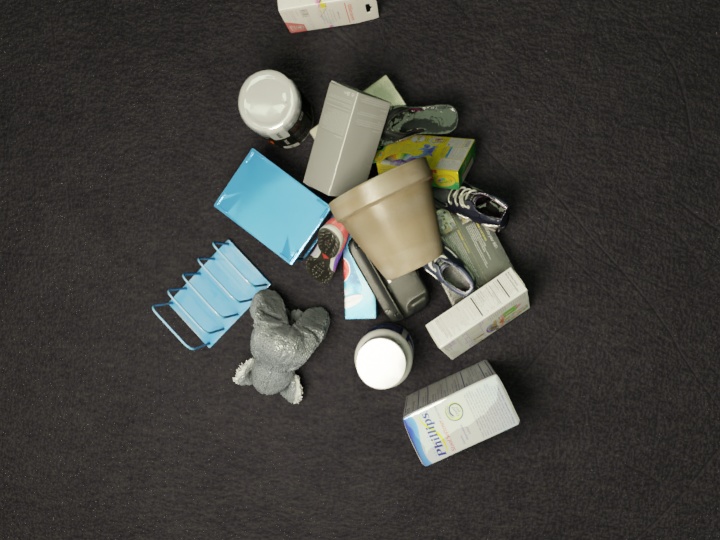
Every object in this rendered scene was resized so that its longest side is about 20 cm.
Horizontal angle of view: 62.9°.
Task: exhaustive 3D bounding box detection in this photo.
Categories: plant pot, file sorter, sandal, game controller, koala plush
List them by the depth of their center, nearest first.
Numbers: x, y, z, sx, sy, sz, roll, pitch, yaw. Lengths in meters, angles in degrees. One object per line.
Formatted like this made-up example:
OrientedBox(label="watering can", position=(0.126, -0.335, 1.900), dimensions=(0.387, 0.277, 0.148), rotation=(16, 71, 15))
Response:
OrientedBox(label="plant pot", position=(0.066, -0.086, 1.077), dimensions=(0.198, 0.200, 0.175), rotation=(-26, 92, 6))
OrientedBox(label="sandal", position=(0.096, -0.299, 1.174), dimensions=(0.198, 0.048, 0.076), rotation=(-9, 94, 5))
OrientedBox(label="game controller", position=(0.059, 0.004, 1.189), dimensions=(0.104, 0.042, 0.201), rotation=(-30, 97, -2))
OrientedBox(label="koala plush", position=(-0.174, 0.178, 1.220), dimensions=(0.175, 0.184, 0.202), rotation=(20, 114, -9))
OrientedBox(label="file sorter", position=(-0.169, -0.128, 1.224), dimensions=(0.199, 0.123, 0.139), rotation=(37, 94, 4))
OrientedBox(label="file sorter", position=(-0.317, 0.052, 1.250), dimensions=(0.139, 0.123, 0.200), rotation=(45, 94, 4))

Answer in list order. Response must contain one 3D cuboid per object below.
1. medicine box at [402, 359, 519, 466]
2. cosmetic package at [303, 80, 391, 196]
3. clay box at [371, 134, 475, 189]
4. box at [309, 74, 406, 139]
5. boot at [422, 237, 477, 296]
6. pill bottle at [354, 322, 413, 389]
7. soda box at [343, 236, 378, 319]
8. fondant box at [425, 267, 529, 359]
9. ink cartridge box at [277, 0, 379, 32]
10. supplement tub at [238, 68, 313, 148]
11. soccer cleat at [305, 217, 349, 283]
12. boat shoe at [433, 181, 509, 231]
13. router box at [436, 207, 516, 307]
OrientedBox(label="medicine box", position=(0.192, 0.274, 1.162), dimensions=(0.198, 0.182, 0.104), rotation=(-27, 87, 6))
OrientedBox(label="cosmetic package", position=(-0.027, -0.248, 1.144), dimensions=(0.090, 0.106, 0.202), rotation=(33, 110, 34))
OrientedBox(label="clay box", position=(0.121, -0.224, 1.185), dimensions=(0.198, 0.048, 0.115), rotation=(11, 48, 26))
OrientedBox(label="box", position=(-0.003, -0.313, 1.238), dimensions=(0.199, 0.068, 0.083), rotation=(-33, 87, 6))
OrientedBox(label="boot", position=(0.150, -0.029, 1.156), dimensions=(0.199, 0.090, 0.073), rotation=(40, 100, 8))
OrientedBox(label="pill bottle", position=(0.048, 0.169, 1.169), dimensions=(0.114, 0.200, 0.117), rotation=(0, 90, 7))
OrientedBox(label="soda box", position=(0.000, 0.000, 1.242), dimensions=(0.067, 0.064, 0.203), rotation=(-2, 90, 6))
OrientedBox(label="fondant box", position=(0.238, 0.091, 1.172), dimensions=(0.199, 0.144, 0.059), rotation=(-34, 66, 6))
OrientedBox(label="ink cartridge box", position=(-0.065, -0.561, 1.219), dimensions=(0.197, 0.116, 0.068), rotation=(-6, 90, 6))
OrientedBox(label="supplement tub", position=(-0.163, -0.318, 1.189), dimensions=(0.121, 0.200, 0.124), rotation=(0, 91, 7))
OrientedBox(label="soccer cleat", position=(-0.061, -0.042, 1.209), dimensions=(0.068, 0.201, 0.073), rotation=(36, 57, 7))
OrientedBox(label="boat shoe", position=(0.203, -0.145, 1.153), dimensions=(0.198, 0.093, 0.075), rotation=(25, 88, 10))
OrientedBox(label="router box", position=(0.211, -0.046, 1.222), dimensions=(0.148, 0.051, 0.202), rotation=(-27, 86, 6))
